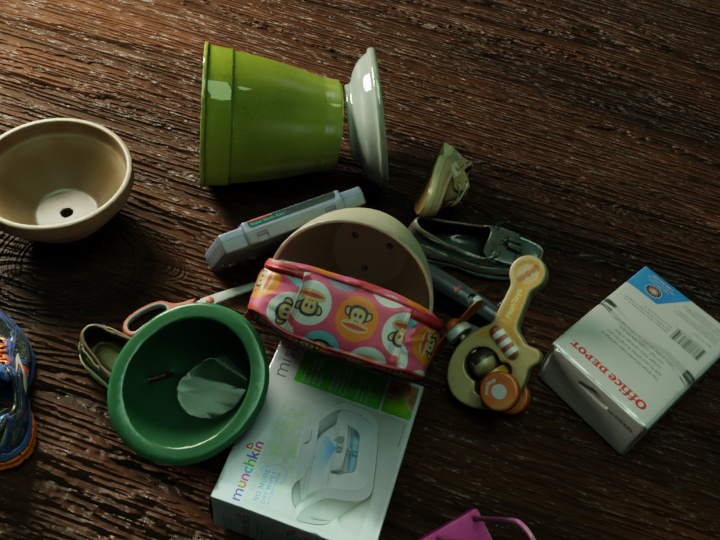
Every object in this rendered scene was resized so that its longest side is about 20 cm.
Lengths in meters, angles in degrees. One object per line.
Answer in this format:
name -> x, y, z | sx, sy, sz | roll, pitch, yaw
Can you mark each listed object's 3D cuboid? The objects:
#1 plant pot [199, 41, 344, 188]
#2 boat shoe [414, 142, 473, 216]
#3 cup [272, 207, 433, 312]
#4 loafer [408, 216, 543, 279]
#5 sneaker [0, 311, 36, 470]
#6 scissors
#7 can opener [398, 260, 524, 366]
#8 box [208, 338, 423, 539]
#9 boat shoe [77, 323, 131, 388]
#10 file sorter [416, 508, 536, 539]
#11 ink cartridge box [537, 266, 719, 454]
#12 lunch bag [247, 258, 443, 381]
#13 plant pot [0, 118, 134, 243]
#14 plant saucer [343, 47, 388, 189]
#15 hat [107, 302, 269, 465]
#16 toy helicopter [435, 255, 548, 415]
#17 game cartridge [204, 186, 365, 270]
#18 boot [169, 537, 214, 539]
plant pot -> -0.126, -0.211, 1.075 | 0.193, 0.200, 0.201 | 3, 53, -10
boat shoe -> 0.127, -0.127, 1.091 | 0.064, 0.071, 0.200 | 27, 34, 0
cup -> 0.000, 0.000, 0.951 | 0.200, 0.200, 0.143 | 16, 30, 5
loafer -> 0.161, -0.034, 1.056 | 0.200, 0.063, 0.072 | 6, 53, -2
sneaker -> -0.411, 0.121, 0.862 | 0.075, 0.078, 0.200 | -16, 57, -19
scissors -> -0.211, 0.040, 0.986 | 0.200, 0.014, 0.073 | -35, 63, -26
can opener -> 0.128, 0.039, 0.998 | 0.200, 0.063, 0.079 | 40, 59, 20
box -> -0.045, 0.203, 0.837 | 0.176, 0.097, 0.200 | 19, 54, 5
boat shoe -> -0.248, 0.128, 0.879 | 0.202, 0.075, 0.075 | 26, 55, 12
file sorter -> 0.081, 0.334, 0.712 | 0.200, 0.125, 0.139 | -22, 80, -21
ink cartridge box -> 0.347, 0.109, 0.959 | 0.200, 0.084, 0.146 | -33, 63, -26
lunch bag -> -0.018, 0.058, 0.820 | 0.200, 0.176, 0.082 | 21, 80, 0
plant pot -> -0.405, -0.104, 1.021 | 0.201, 0.093, 0.201 | 4, 53, -5
plant saucer -> 0.006, -0.215, 1.090 | 0.050, 0.200, 0.200 | -6, 54, 0
hat -> -0.166, 0.135, 0.868 | 0.200, 0.176, 0.166 | -43, 73, -12
toy helicopter -> 0.166, 0.072, 0.929 | 0.132, 0.079, 0.200 | 23, 87, 27
game cartridge -> -0.101, -0.057, 1.003 | 0.200, 0.130, 0.038 | -22, 84, -22
boot -> -0.131, 0.340, 0.746 | 0.200, 0.068, 0.131 | 7, 59, -1
